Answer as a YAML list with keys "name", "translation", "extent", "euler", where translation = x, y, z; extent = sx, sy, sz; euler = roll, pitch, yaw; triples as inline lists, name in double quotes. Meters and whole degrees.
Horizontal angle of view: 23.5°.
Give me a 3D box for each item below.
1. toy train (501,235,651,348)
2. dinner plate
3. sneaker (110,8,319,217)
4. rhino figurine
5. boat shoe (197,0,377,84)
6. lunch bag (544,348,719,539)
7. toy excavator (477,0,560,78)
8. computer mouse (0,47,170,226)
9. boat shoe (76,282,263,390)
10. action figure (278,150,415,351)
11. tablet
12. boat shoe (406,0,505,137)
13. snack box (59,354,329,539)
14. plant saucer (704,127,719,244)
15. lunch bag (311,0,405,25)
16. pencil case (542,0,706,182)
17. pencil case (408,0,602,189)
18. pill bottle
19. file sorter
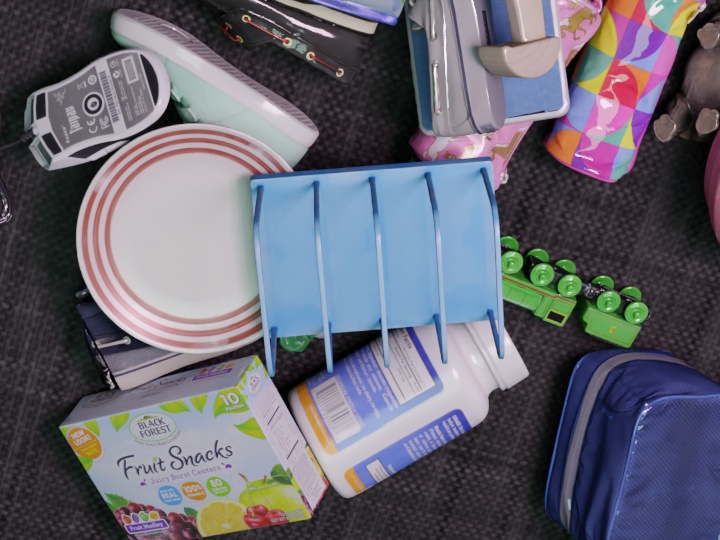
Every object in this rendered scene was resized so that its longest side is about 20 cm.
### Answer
- name: "toy train"
  translation: [0.171, 0.017, 1.569]
  extent: [0.198, 0.042, 0.057]
  euler: [21, 115, -15]
- name: "dinner plate"
  translation: [-0.136, -0.027, 1.439]
  extent: [0.198, 0.024, 0.202]
  euler: [-1, 110, -4]
- name: "sneaker"
  translation: [-0.146, -0.125, 1.449]
  extent: [0.200, 0.074, 0.119]
  euler: [34, 103, -17]
- name: "rhino figurine"
  translation: [0.322, -0.197, 1.499]
  extent: [0.059, 0.087, 0.201]
  euler: [30, 104, 15]
- name: "boat shoe"
  translation: [-0.087, -0.211, 1.428]
  extent: [0.200, 0.074, 0.064]
  euler: [20, 105, -15]
- name: "lunch bag"
  translation: [0.255, 0.176, 1.589]
  extent: [0.135, 0.132, 0.202]
  euler: [4, 108, -27]
- name: "toy excavator"
  translation: [0.085, -0.259, 1.309]
  extent: [0.198, 0.100, 0.197]
  euler: [13, 90, -33]
- name: "computer mouse"
  translation: [-0.237, -0.117, 1.416]
  extent: [0.198, 0.044, 0.111]
  euler: [-20, 78, 16]
- name: "boat shoe"
  translation: [-0.151, 0.025, 1.497]
  extent: [0.198, 0.075, 0.093]
  euler: [-25, 118, 0]
- name: "action figure"
  translation: [0.000, 0.000, 1.511]
  extent: [0.200, 0.119, 0.055]
  euler: [-43, 122, 16]
- name: "tablet"
  translation: [0.099, -0.219, 1.434]
  extent: [0.129, 0.014, 0.202]
  euler: [-7, 89, 17]
- name: "boat shoe"
  translation: [0.071, -0.208, 1.403]
  extent: [0.065, 0.072, 0.202]
  euler: [-9, 93, 20]
- name: "snack box"
  translation: [-0.145, 0.161, 1.507]
  extent: [0.198, 0.053, 0.143]
  euler: [-15, 114, 31]
- name: "plant saucer"
  translation: [0.367, -0.104, 1.512]
  extent: [0.200, 0.051, 0.202]
  euler: [-29, 137, -31]
- name: "lunch bag"
  translation: [-0.045, -0.308, 1.374]
  extent: [0.198, 0.127, 0.172]
  euler: [12, 105, -24]
- name: "pencil case"
  translation: [0.229, -0.176, 1.488]
  extent: [0.088, 0.089, 0.202]
  euler: [19, 107, -15]
- name: "pencil case"
  translation: [0.125, -0.164, 1.476]
  extent: [0.086, 0.083, 0.201]
  euler: [23, 104, -37]
- name: "pill bottle"
  translation: [0.045, 0.107, 1.538]
  extent: [0.199, 0.112, 0.113]
  euler: [-30, 111, 1]
- name: "file sorter"
  translation: [0.015, 0.002, 1.381]
  extent: [0.198, 0.123, 0.140]
  euler: [-5, 112, 0]
